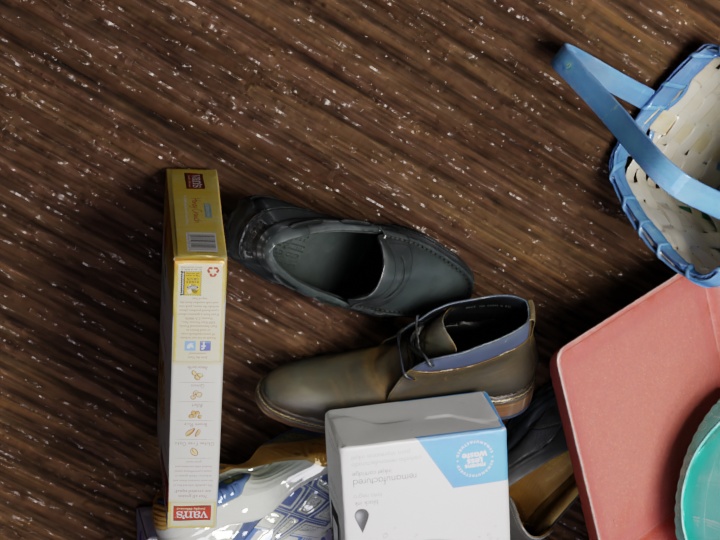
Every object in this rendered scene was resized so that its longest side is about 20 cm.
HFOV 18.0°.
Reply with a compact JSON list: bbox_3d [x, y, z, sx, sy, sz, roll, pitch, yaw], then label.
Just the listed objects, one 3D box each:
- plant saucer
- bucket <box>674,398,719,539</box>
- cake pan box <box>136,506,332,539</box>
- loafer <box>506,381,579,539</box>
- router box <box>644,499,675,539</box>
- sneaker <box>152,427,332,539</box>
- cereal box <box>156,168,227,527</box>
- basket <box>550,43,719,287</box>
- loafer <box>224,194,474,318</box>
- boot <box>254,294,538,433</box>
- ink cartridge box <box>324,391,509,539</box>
[{"bbox_3d":[0.214,0.104,1.626,0.200,0.037,0.200,-30,115,-35],"label":"plant saucer"},{"bbox_3d":[0.331,0.172,1.623,0.207,0.135,0.207,-5,98,-40],"label":"bucket"},{"bbox_3d":[-0.073,0.254,1.676,0.184,0.052,0.200,-3,116,-15],"label":"cake pan box"},{"bbox_3d":[0.111,0.175,1.670,0.073,0.072,0.200,25,108,-25],"label":"loafer"},{"bbox_3d":[0.272,0.250,1.708,0.200,0.052,0.157,27,63,-25],"label":"router box"},{"bbox_3d":[-0.048,0.166,1.594,0.200,0.075,0.088,-20,105,-19],"label":"sneaker"},{"bbox_3d":[-0.113,0.051,1.508,0.039,0.144,0.200,1,115,-8],"label":"cereal box"},{"bbox_3d":[0.231,-0.071,1.518,0.200,0.176,0.139,28,111,-36],"label":"basket"},{"bbox_3d":[0.000,0.000,1.541,0.200,0.070,0.068,16,102,-35],"label":"loafer"},{"bbox_3d":[0.028,0.057,1.570,0.200,0.075,0.097,-4,141,-12],"label":"boot"},{"bbox_3d":[0.041,0.192,1.554,0.116,0.068,0.200,-7,111,-8],"label":"ink cartridge box"}]
